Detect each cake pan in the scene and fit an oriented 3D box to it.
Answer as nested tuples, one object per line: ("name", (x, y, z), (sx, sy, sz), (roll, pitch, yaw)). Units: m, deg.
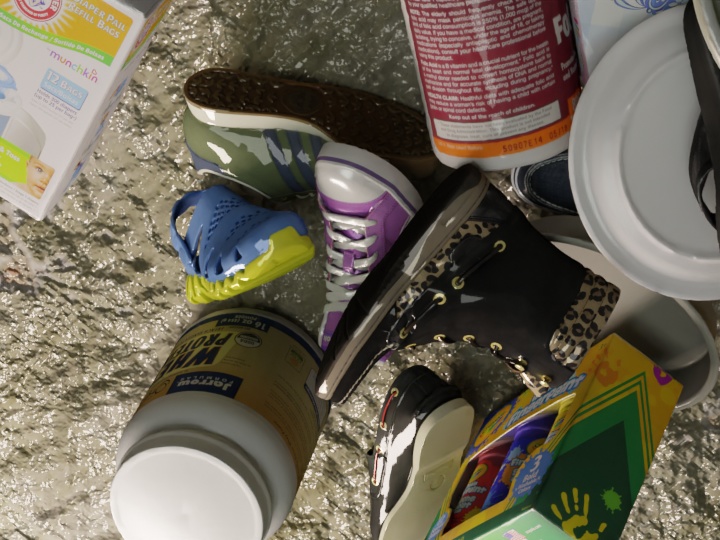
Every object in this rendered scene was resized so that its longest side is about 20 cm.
("cake pan", (0.179, 0.031, 1.210), (0.199, 0.037, 0.201), (23, 148, 15))

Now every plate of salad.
("plate of salad", (0.233, -0.080, 1.089), (0.199, 0.048, 0.201), (-1, 98, -10))

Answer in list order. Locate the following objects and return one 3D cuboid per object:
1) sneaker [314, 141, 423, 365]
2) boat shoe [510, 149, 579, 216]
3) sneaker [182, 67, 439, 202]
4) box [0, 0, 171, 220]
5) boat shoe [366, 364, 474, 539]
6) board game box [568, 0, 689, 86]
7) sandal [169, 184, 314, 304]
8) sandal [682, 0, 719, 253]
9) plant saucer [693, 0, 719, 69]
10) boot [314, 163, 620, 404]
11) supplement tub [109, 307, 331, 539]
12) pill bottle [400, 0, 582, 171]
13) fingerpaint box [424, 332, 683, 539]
("sneaker", (0.001, 0.000, 1.191), (0.072, 0.115, 0.201), (12, 151, 26))
("boat shoe", (0.205, -0.056, 1.171), (0.199, 0.091, 0.071), (3, 118, 12))
("sneaker", (-0.040, -0.090, 1.235), (0.199, 0.067, 0.090), (13, 136, 1))
("box", (-0.231, -0.159, 1.215), (0.112, 0.101, 0.200), (32, 120, -5))
("boat shoe", (0.042, 0.163, 1.350), (0.063, 0.073, 0.202), (45, 141, 32))
("board game box", (0.231, -0.234, 1.070), (0.199, 0.043, 0.200), (-12, 114, 3))
("sandal", (-0.100, -0.025, 1.233), (0.200, 0.079, 0.087), (-12, 99, 64))
("sandal", (0.243, -0.082, 1.043), (0.048, 0.075, 0.202), (-14, 82, 59))
("plant saucer", (0.274, -0.180, 1.016), (0.200, 0.200, 0.050), (52, 155, -16))
("boot", (0.073, 0.042, 1.142), (0.150, 0.073, 0.200), (33, 103, -12))
("supplement tub", (-0.110, 0.135, 1.288), (0.144, 0.200, 0.145), (6, 119, 10))
("pill bottle", (0.087, -0.181, 1.119), (0.114, 0.114, 0.201), (-5, 117, 16))
("fingerpaint box", (0.136, 0.161, 1.224), (0.073, 0.167, 0.200), (37, 146, -7))
